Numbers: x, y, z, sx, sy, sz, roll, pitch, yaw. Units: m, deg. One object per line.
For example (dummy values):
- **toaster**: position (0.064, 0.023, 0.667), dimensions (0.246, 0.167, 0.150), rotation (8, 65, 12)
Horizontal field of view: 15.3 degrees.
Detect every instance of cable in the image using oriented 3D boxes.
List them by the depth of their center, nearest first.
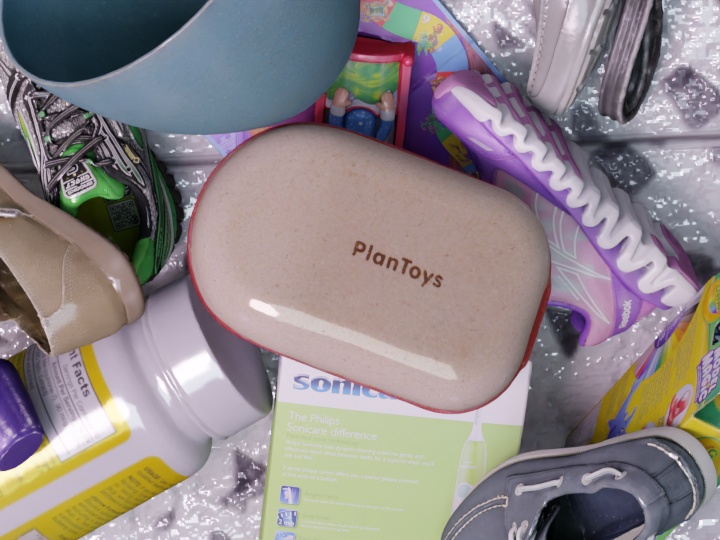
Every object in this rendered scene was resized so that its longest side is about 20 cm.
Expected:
- **cable**: position (0.172, -0.167, 1.476), dimensions (0.050, 0.097, 0.201), rotation (18, 111, 15)

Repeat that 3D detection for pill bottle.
- **pill bottle**: position (-0.159, 0.090, 1.573), dimensions (0.200, 0.114, 0.114), rotation (-29, 109, 12)

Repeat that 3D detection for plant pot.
- **plant pot**: position (-0.077, -0.152, 1.448), dimensions (0.200, 0.200, 0.135), rotation (-40, 132, 15)

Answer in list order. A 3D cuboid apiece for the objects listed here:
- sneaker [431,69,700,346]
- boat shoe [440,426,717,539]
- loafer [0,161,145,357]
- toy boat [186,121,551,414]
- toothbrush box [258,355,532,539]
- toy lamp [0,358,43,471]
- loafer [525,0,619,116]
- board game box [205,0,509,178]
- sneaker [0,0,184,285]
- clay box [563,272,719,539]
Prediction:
- **sneaker**: position (0.103, -0.028, 1.533), dimensions (0.088, 0.081, 0.200), rotation (-40, 113, 17)
- **boat shoe**: position (0.106, 0.140, 1.486), dimensions (0.200, 0.062, 0.073), rotation (-26, 96, 43)
- **loafer**: position (-0.210, -0.015, 1.506), dimensions (0.200, 0.067, 0.076), rotation (26, 142, 32)
- **toy boat**: position (0.000, 0.000, 1.491), dimensions (0.200, 0.131, 0.131), rotation (21, 79, -7)
- **toothbrush box**: position (0.016, 0.120, 1.598), dimensions (0.145, 0.086, 0.201), rotation (5, 113, -2)
- **toy lamp**: position (-0.252, 0.033, 1.526), dimensions (0.200, 0.058, 0.058), rotation (46, 109, 19)
- **loafer**: position (0.116, -0.185, 1.488), dimensions (0.070, 0.070, 0.201), rotation (15, 111, 9)
- **board game box**: position (0.005, -0.078, 1.541), dimensions (0.158, 0.039, 0.200), rotation (-37, 108, 14)
- **sneaker**: position (-0.155, -0.080, 1.519), dimensions (0.078, 0.085, 0.200), rotation (-23, 109, 9)
- **clay box**: position (0.176, 0.091, 1.531), dimensions (0.048, 0.115, 0.200), rotation (28, 134, -11)
